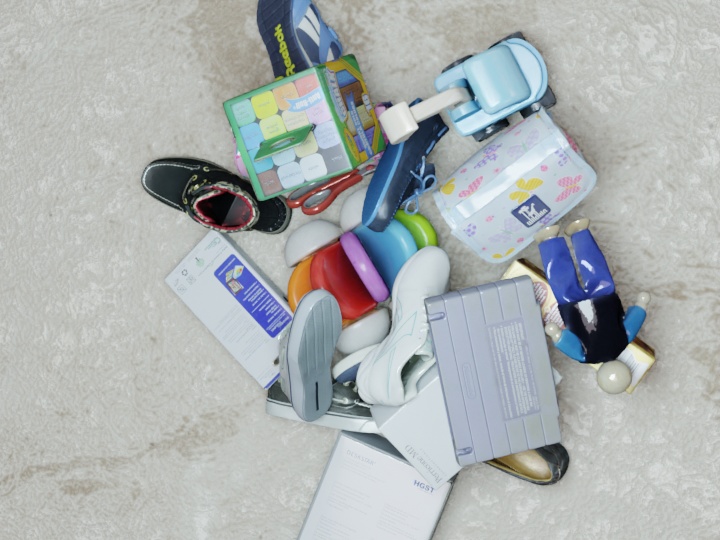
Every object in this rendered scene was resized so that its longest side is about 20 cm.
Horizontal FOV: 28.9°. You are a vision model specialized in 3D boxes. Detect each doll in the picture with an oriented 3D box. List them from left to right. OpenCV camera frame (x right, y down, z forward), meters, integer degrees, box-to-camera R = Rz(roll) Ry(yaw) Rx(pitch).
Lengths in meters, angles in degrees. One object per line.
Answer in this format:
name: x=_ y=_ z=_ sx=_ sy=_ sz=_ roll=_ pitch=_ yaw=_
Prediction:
doll: x=0.265 y=0.042 z=1.580 sx=0.136 sy=0.048 sz=0.200 roll=-12 pitch=77 yaw=-17

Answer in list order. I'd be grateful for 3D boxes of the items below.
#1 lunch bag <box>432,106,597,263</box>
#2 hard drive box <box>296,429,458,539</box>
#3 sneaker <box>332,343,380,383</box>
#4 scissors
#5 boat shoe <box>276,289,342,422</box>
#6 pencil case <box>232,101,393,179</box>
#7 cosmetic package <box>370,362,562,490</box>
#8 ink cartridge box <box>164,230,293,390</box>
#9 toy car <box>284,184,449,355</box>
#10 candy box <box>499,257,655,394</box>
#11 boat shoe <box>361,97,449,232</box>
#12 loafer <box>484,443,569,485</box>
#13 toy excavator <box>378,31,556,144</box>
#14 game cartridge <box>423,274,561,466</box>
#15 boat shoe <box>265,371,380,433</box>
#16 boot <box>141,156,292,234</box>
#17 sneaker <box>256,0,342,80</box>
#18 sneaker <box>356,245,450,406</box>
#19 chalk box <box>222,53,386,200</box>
lunch bag: x=0.182 y=-0.099 z=1.631 sx=0.170 sy=0.200 sz=0.127 roll=-38 pitch=85 yaw=10
hard drive box: x=0.014 y=0.317 z=1.746 sx=0.156 sy=0.077 sz=0.200 roll=23 pitch=97 yaw=9
sneaker: x=0.068 y=0.127 z=1.709 sx=0.200 sy=0.075 sz=0.085 roll=-13 pitch=78 yaw=0
scissors: x=0.000 y=-0.126 z=1.756 sx=0.200 sy=0.073 sz=0.014 roll=-31 pitch=119 yaw=-8
boat shoe: x=-0.072 y=0.095 z=1.661 sx=0.067 sy=0.073 sz=0.200 roll=37 pitch=136 yaw=33
pencil case: x=-0.057 y=-0.163 z=1.734 sx=0.200 sy=0.087 sz=0.088 roll=-5 pitch=92 yaw=14
cosmetic package: x=0.121 y=0.147 z=1.642 sx=0.200 sy=0.081 sz=0.113 roll=-44 pitch=104 yaw=2
ink cartridge box: x=-0.150 y=0.049 z=1.783 sx=0.099 sy=0.039 sz=0.200 roll=-44 pitch=79 yaw=9
toy car: x=0.000 y=0.000 z=1.697 sx=0.200 sy=0.150 sz=0.175 roll=-31 pitch=86 yaw=11
candy box: x=0.256 y=0.063 z=1.665 sx=0.200 sy=0.117 sz=0.057 roll=35 pitch=98 yaw=8
boat shoe: x=0.063 y=-0.122 z=1.653 sx=0.069 sy=0.084 sz=0.200 roll=32 pitch=59 yaw=-14
loafer: x=0.161 y=0.204 z=1.713 sx=0.200 sy=0.072 sz=0.073 roll=21 pitch=98 yaw=11
toy excavator: x=0.124 y=-0.207 z=1.636 sx=0.194 sy=0.200 sz=0.100 roll=-26 pitch=86 yaw=11
game cartridge: x=0.153 y=0.113 z=1.582 sx=0.129 sy=0.038 sz=0.200 roll=-14 pitch=104 yaw=-9
boat shoe: x=-0.023 y=0.163 z=1.750 sx=0.200 sy=0.071 sz=0.064 roll=7 pitch=95 yaw=13
boot: x=-0.196 y=-0.095 z=1.731 sx=0.203 sy=0.154 sz=0.074 roll=19 pitch=96 yaw=10
sneaker: x=-0.073 y=-0.290 z=1.745 sx=0.074 sy=0.082 sz=0.200 roll=-27 pitch=69 yaw=42
sneaker: x=0.068 y=0.068 z=1.620 sx=0.080 sy=0.070 sz=0.201 roll=8 pitch=74 yaw=54
chalk box: x=-0.067 y=-0.162 z=1.586 sx=0.125 sy=0.200 sz=0.124 roll=-18 pitch=97 yaw=18
